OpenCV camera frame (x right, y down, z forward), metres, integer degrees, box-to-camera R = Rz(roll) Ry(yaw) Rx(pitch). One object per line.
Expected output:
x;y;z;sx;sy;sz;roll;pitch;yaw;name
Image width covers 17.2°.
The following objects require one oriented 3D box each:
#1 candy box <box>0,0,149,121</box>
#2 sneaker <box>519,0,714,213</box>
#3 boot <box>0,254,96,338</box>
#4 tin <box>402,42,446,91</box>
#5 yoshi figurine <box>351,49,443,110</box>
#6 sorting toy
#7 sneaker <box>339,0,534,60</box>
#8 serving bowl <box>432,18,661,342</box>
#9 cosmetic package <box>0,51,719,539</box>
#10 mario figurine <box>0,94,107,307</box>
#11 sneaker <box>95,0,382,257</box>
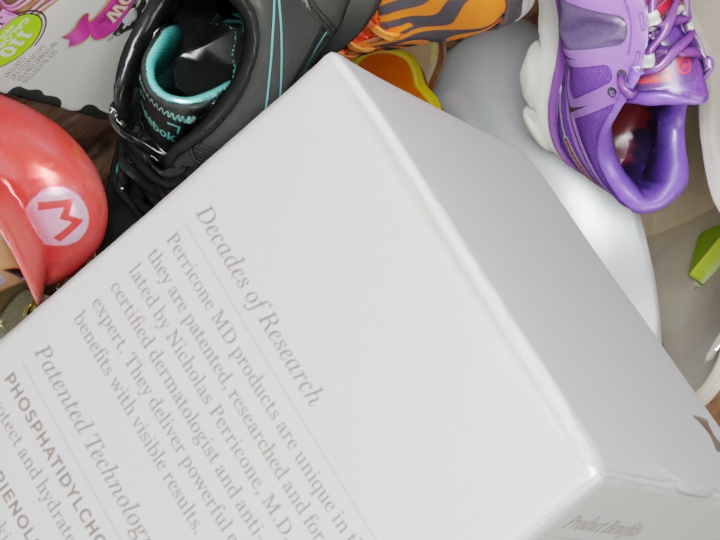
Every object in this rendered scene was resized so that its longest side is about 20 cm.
-0.105;-0.127;0.770;0.136;0.061;0.200;-45;158;17;candy box
0.108;-0.107;0.921;0.080;0.084;0.201;-25;135;-14;sneaker
-0.095;0.013;0.934;0.154;0.073;0.200;8;160;5;boot
-0.027;-0.052;1.067;0.112;0.042;0.200;-19;151;-31;tin
-0.012;-0.007;1.044;0.201;0.112;0.112;87;13;-48;yoshi figurine
0.153;-0.038;1.050;0.106;0.181;0.201;5;128;4;sorting toy
-0.014;-0.084;0.863;0.112;0.078;0.200;-44;-169;-14;sneaker
0.067;-0.011;1.094;0.065;0.201;0.200;-17;153;-14;serving bowl
-0.006;0.067;0.802;0.200;0.167;0.167;-40;157;15;cosmetic package
-0.178;0.006;0.786;0.199;0.107;0.123;-18;170;7;mario figurine
-0.059;-0.052;0.806;0.079;0.075;0.201;-32;153;-49;sneaker
